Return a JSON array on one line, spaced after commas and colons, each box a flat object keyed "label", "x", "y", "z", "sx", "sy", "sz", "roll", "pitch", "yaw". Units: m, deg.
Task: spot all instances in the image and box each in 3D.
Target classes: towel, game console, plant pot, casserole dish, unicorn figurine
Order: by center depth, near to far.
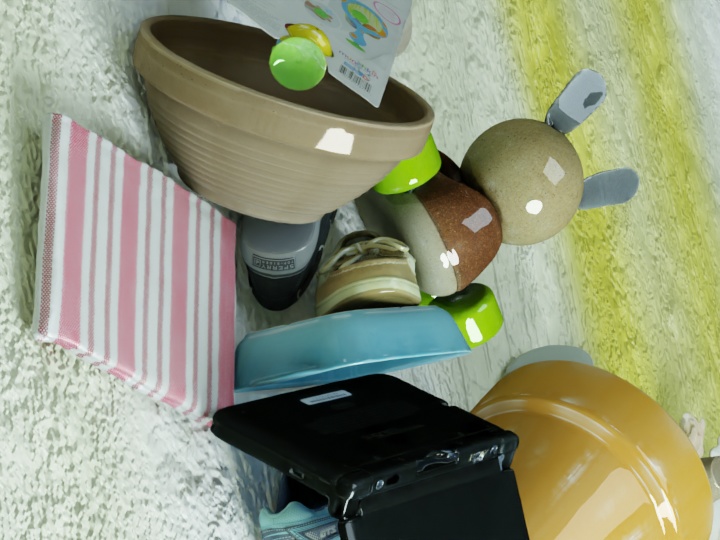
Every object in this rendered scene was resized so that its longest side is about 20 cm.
[{"label": "towel", "x": -0.139, "y": 0.005, "z": 1.423, "sx": 0.200, "sy": 0.030, "sz": 0.147, "roll": 34, "pitch": 49, "yaw": -51}, {"label": "game console", "x": 0.013, "y": 0.159, "z": 1.479, "sx": 0.200, "sy": 0.176, "sz": 0.117, "roll": -9, "pitch": 118, "yaw": -55}, {"label": "plant pot", "x": -0.059, "y": -0.091, "z": 1.505, "sx": 0.201, "sy": 0.201, "sz": 0.093, "roll": -16, "pitch": 127, "yaw": -64}, {"label": "casserole dish", "x": -0.008, "y": 0.051, "z": 1.539, "sx": 0.200, "sy": 0.121, "sz": 0.039, "roll": 0, "pitch": 78, "yaw": -61}, {"label": "plant pot", "x": 0.126, "y": 0.196, "z": 1.670, "sx": 0.183, "sy": 0.200, "sz": 0.200, "roll": -41, "pitch": 113, "yaw": -44}, {"label": "unicorn figurine", "x": 0.344, "y": 0.227, "z": 2.195, "sx": 0.200, "sy": 0.074, "sz": 0.138, "roll": 34, "pitch": 54, "yaw": -33}]

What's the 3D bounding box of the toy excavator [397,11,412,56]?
[{"label": "toy excavator", "x": -0.020, "y": -0.282, "z": 1.762, "sx": 0.194, "sy": 0.100, "sz": 0.200, "roll": 33, "pitch": 60, "yaw": -50}]

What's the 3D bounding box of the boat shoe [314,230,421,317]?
[{"label": "boat shoe", "x": 0.003, "y": 0.000, "z": 1.587, "sx": 0.201, "sy": 0.073, "sz": 0.063, "roll": 20, "pitch": 60, "yaw": -87}]

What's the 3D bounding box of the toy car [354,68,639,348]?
[{"label": "toy car", "x": 0.103, "y": -0.066, "z": 1.699, "sx": 0.165, "sy": 0.200, "sz": 0.158, "roll": 67, "pitch": -10, "yaw": -24}]

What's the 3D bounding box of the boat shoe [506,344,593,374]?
[{"label": "boat shoe", "x": 0.148, "y": 0.127, "z": 1.871, "sx": 0.200, "sy": 0.071, "sz": 0.064, "roll": -62, "pitch": 152, "yaw": -59}]

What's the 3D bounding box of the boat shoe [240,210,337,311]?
[{"label": "boat shoe", "x": -0.047, "y": -0.053, "z": 1.603, "sx": 0.200, "sy": 0.068, "sz": 0.057, "roll": -74, "pitch": 169, "yaw": -49}]

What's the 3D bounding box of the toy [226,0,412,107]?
[{"label": "toy", "x": -0.033, "y": -0.164, "z": 1.510, "sx": 0.115, "sy": 0.047, "sz": 0.200, "roll": 34, "pitch": 22, "yaw": -9}]

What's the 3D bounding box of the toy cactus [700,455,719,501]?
[{"label": "toy cactus", "x": 0.233, "y": 0.188, "z": 1.902, "sx": 0.102, "sy": 0.165, "sz": 0.200, "roll": -5, "pitch": 74, "yaw": -43}]

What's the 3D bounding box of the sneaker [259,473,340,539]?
[{"label": "sneaker", "x": -0.009, "y": 0.142, "z": 1.543, "sx": 0.086, "sy": 0.078, "sz": 0.200, "roll": 61, "pitch": 29, "yaw": -16}]
